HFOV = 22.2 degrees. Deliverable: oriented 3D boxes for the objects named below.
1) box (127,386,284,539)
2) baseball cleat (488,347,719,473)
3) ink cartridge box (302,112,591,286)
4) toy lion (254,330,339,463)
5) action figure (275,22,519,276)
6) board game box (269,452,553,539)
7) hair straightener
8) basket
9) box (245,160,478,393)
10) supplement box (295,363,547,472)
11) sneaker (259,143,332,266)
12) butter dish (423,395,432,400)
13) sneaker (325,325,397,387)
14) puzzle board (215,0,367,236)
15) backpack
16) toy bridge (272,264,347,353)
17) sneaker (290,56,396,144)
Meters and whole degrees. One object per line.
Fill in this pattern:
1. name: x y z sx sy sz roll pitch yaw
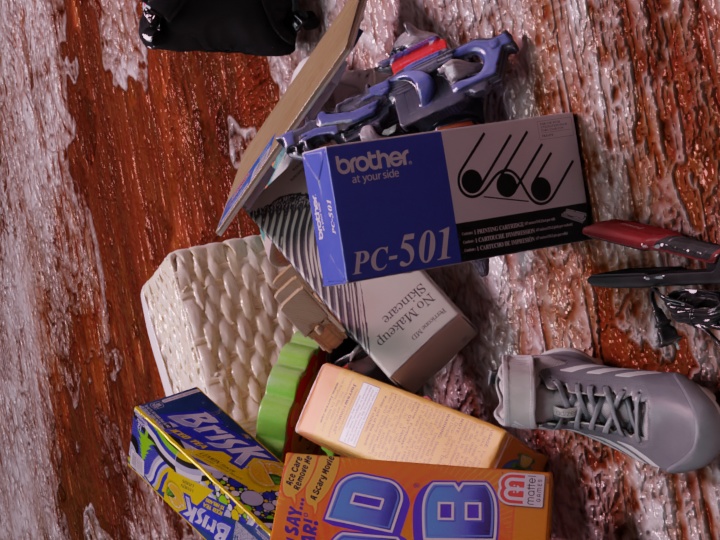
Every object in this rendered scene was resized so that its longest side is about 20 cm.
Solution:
1. box: -0.108 0.179 1.510 0.200 0.070 0.065 37 129 37
2. baseball cleat: 0.157 0.098 1.246 0.200 0.106 0.070 11 104 62
3. ink cartridge box: 0.063 -0.051 1.283 0.044 0.199 0.095 -7 92 65
4. toy lion: -0.051 0.143 1.629 0.200 0.068 0.193 -39 -41 -69
5. action figure: 0.045 -0.092 1.400 0.105 0.199 0.195 29 -131 -64
6. board game box: 0.034 0.279 1.336 0.201 0.199 0.201 87 -171 -46
7. hair straightener: 0.213 0.013 1.189 0.200 0.041 0.077 12 110 59
8. basket: -0.119 0.076 1.787 0.123 0.135 0.201 129 126 -63
9. box: 0.000 0.000 1.497 0.200 0.082 0.068 47 -179 24
10. supplement box: 0.046 0.136 1.454 0.199 0.066 0.069 15 78 41
11. sneaker: -0.066 -0.087 1.694 0.200 0.071 0.080 111 141 -55
12. butter dish: 0.019 0.241 1.545 0.201 0.147 0.200 66 152 28
13. sneaker: 0.000 0.080 1.604 0.077 0.081 0.201 58 147 40
14. puzzle board: -0.051 -0.132 1.499 0.200 0.017 0.151 -53 13 28
15. backpack: -0.127 -0.302 1.666 0.127 0.166 0.201 -145 56 -63
16. toy bridge: -0.040 0.036 1.511 0.067 0.027 0.200 48 -179 -8
17. sneaker: 0.007 -0.139 1.553 0.100 0.075 0.200 -59 38 21
